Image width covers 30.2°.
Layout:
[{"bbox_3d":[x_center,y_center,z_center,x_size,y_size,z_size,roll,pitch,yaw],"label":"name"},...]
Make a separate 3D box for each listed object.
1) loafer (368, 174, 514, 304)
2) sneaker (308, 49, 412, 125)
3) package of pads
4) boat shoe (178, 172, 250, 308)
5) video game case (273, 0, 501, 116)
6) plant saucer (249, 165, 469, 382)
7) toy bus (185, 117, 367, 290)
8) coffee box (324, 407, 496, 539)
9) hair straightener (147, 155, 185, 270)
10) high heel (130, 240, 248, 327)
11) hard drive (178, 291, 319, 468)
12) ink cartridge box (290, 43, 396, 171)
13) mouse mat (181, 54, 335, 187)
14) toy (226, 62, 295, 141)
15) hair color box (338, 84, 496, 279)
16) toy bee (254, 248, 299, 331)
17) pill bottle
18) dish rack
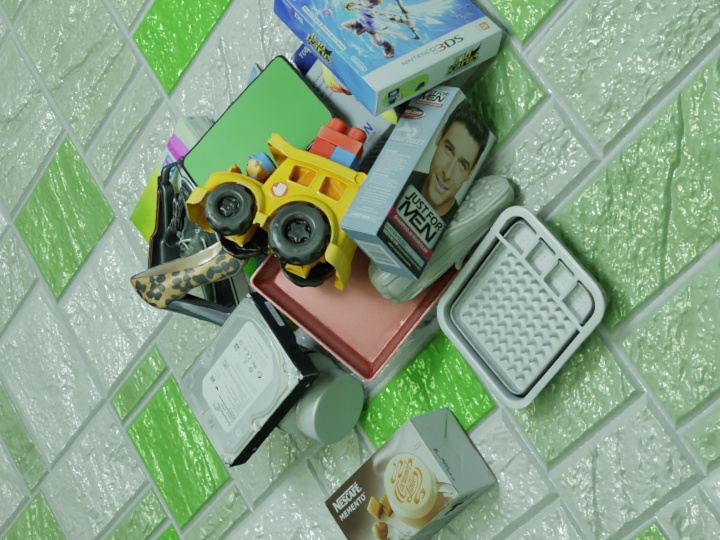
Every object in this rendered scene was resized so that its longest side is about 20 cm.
[{"bbox_3d":[0.101,-0.036,1.564,0.200,0.070,0.070,-36,37,13],"label":"loafer"},{"bbox_3d":[0.002,-0.234,1.583,0.090,0.078,0.200,-54,53,34],"label":"sneaker"},{"bbox_3d":[-0.231,-0.094,1.877,0.155,0.068,0.200,51,128,26],"label":"package of pads"},{"bbox_3d":[-0.206,-0.032,1.767,0.200,0.071,0.072,70,165,-13],"label":"boat shoe"},{"bbox_3d":[0.030,-0.287,1.529,0.200,0.181,0.045,48,153,25],"label":"video game case"},{"bbox_3d":[0.000,0.000,1.631,0.200,0.037,0.200,39,95,12],"label":"plant saucer"},{"bbox_3d":[-0.079,-0.096,1.573,0.200,0.136,0.192,22,79,10],"label":"toy bus"},{"bbox_3d":[0.059,0.276,1.666,0.200,0.080,0.114,-48,66,36],"label":"coffee box"},{"bbox_3d":[-0.252,-0.058,1.836,0.077,0.041,0.200,19,106,40],"label":"hair straightener"},{"bbox_3d":[-0.210,-0.032,1.707,0.142,0.071,0.200,18,107,0],"label":"high heel"},{"bbox_3d":[-0.148,0.141,1.709,0.140,0.038,0.200,56,128,22],"label":"hard drive"},{"bbox_3d":[0.000,-0.259,1.654,0.200,0.041,0.200,56,129,21],"label":"ink cartridge box"},{"bbox_3d":[-0.132,-0.163,1.683,0.200,0.008,0.161,-47,50,10],"label":"mouse mat"},{"bbox_3d":[-0.148,-0.183,1.748,0.115,0.047,0.200,-65,34,26],"label":"toy"},{"bbox_3d":[0.067,-0.102,1.511,0.061,0.099,0.200,14,68,41],"label":"hair color box"},{"bbox_3d":[-0.085,0.017,1.737,0.200,0.109,0.131,117,157,-78],"label":"toy bee"},{"bbox_3d":[-0.100,0.151,1.768,0.200,0.113,0.113,22,111,39],"label":"pill bottle"},{"bbox_3d":[0.189,0.042,1.533,0.172,0.044,0.200,51,127,23],"label":"dish rack"}]
